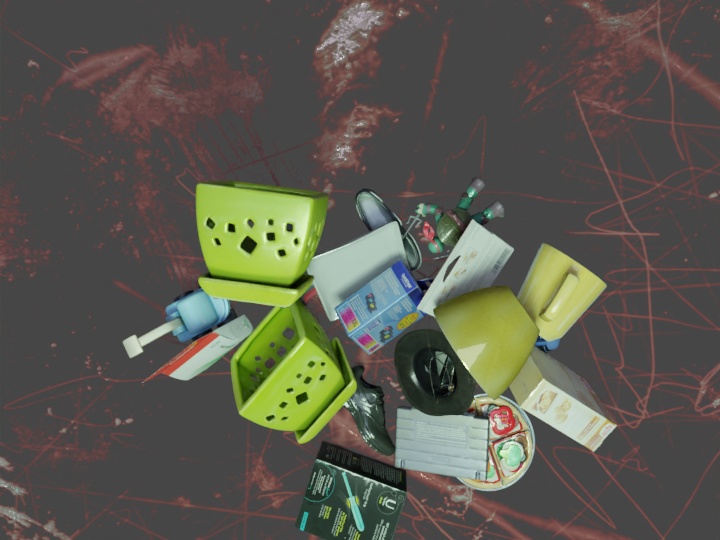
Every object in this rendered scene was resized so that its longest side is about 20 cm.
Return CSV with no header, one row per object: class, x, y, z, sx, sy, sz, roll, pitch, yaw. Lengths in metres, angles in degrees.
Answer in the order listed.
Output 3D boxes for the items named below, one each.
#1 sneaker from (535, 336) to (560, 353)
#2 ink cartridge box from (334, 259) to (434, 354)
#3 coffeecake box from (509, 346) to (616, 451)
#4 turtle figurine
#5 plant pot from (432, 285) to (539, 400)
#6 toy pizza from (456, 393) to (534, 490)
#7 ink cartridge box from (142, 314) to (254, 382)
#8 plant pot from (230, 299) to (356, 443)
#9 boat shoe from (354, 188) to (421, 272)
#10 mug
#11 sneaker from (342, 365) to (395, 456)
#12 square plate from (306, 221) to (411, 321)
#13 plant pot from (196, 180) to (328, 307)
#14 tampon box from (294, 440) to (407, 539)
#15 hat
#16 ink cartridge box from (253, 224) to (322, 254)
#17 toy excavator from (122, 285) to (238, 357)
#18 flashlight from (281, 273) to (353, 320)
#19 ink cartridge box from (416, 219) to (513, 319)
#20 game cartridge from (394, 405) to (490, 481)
sneaker,0.312,0.170,1.426,0.193,0.071,0.080,-6,113,0
ink cartridge box,0.061,0.067,1.392,0.198,0.137,0.077,-37,60,4
coffeecake box,0.375,0.234,1.340,0.197,0.154,0.074,32,108,-20
turtle figurine,0.190,-0.088,1.403,0.199,0.101,0.151,-39,104,-7
plant pot,0.246,0.113,1.282,0.141,0.200,0.202,-36,90,10
toy pizza,0.267,0.361,1.449,0.193,0.032,0.207,0,92,4
ink cartridge box,-0.318,0.170,1.383,0.160,0.200,0.051,-37,90,21
plant pot,-0.125,0.202,1.379,0.180,0.200,0.201,38,100,-27
boat shoe,0.054,-0.079,1.431,0.075,0.060,0.201,-42,89,5
mug,0.369,0.046,1.355,0.149,0.185,0.155,39,98,39
sneaker,0.022,0.291,1.446,0.090,0.076,0.203,-34,91,1
square plate,0.000,0.000,1.390,0.195,0.200,0.029,-24,48,-2
plant pot,-0.165,-0.048,1.180,0.193,0.199,0.188,6,98,4
tampon box,-0.016,0.469,1.428,0.195,0.126,0.154,19,94,2
hat,0.164,0.195,1.411,0.197,0.080,0.207,18,118,35
ink cartridge box,-0.163,-0.043,1.380,0.142,0.200,0.087,-19,89,4
toy excavator,-0.363,0.100,1.400,0.191,0.200,0.102,-27,90,5
flashlight,-0.081,0.031,1.448,0.199,0.068,0.068,-40,63,8
ink cartridge box,0.198,0.006,1.372,0.045,0.174,0.203,38,99,43
game cartridge,0.168,0.353,1.436,0.194,0.038,0.134,4,89,20
